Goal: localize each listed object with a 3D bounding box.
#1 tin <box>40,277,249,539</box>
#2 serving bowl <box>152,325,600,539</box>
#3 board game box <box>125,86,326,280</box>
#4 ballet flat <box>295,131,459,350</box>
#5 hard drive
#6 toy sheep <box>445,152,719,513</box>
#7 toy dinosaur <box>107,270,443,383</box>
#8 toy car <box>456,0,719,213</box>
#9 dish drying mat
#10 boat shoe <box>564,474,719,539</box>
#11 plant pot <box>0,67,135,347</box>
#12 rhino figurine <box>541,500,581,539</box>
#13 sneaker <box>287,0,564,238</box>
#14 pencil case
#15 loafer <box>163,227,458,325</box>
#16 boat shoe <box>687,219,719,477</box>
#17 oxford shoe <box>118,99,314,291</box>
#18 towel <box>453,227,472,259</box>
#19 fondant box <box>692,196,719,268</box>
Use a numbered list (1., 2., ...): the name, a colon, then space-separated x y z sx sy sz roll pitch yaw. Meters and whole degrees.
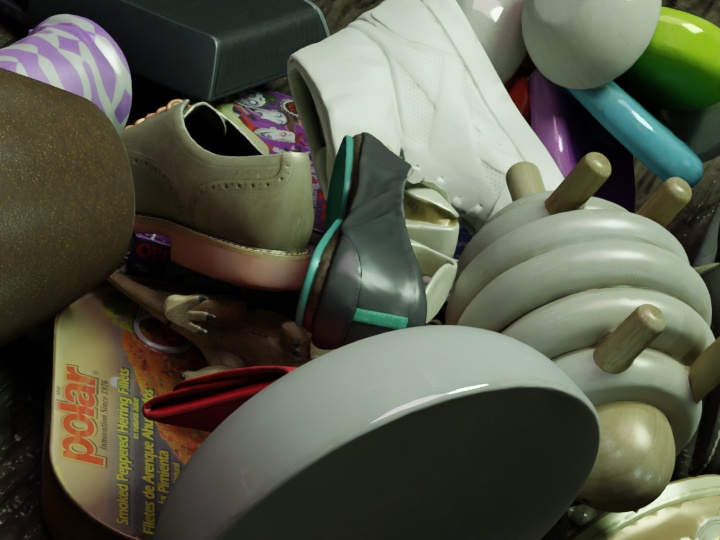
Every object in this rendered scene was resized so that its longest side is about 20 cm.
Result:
1. tin: -0.096 0.075 0.982 0.111 0.042 0.201 15 32 -16
2. serving bowl: -0.002 0.086 0.854 0.199 0.201 0.066 -7 53 -36
3. board game box: -0.059 -0.046 1.193 0.119 0.032 0.201 20 32 -8
4. ballet flat: 0.012 -0.010 0.969 0.072 0.074 0.200 18 20 -3
5. hard drive: -0.126 -0.165 1.289 0.199 0.043 0.134 26 31 31
6. toy sheep: 0.102 0.025 0.962 0.137 0.138 0.201 8 46 -19
7. toy dinosaur: -0.064 0.031 1.001 0.198 0.059 0.101 15 14 9
8. toy car: 0.121 -0.086 1.190 0.199 0.151 0.175 -5 -23 36
9. dish drying mat: -0.013 0.065 0.940 0.200 0.076 0.018 20 60 -59
10. boat shoe: 0.174 0.141 0.997 0.199 0.074 0.067 -10 55 -30
11. plant pot: -0.207 -0.026 0.941 0.199 0.188 0.187 -10 42 -43
12. rhino figurine: 0.098 0.092 1.037 0.087 0.060 0.200 8 28 24
13. sneaker: 0.037 -0.045 1.102 0.115 0.074 0.201 -28 80 -18
14. pencil case: -0.208 -0.079 1.104 0.085 0.084 0.200 36 36 18
15. loafer: 0.000 0.000 1.077 0.198 0.072 0.063 10 60 0
16. boat shoe: 0.193 0.015 1.064 0.064 0.073 0.202 18 74 -1
17. oxford shoe: -0.092 -0.052 1.026 0.199 0.075 0.070 22 16 37
18. towel: 0.091 -0.022 1.242 0.143 0.024 0.201 5 35 -21
19. fondant box: 0.244 -0.062 1.179 0.058 0.201 0.144 23 -3 5
